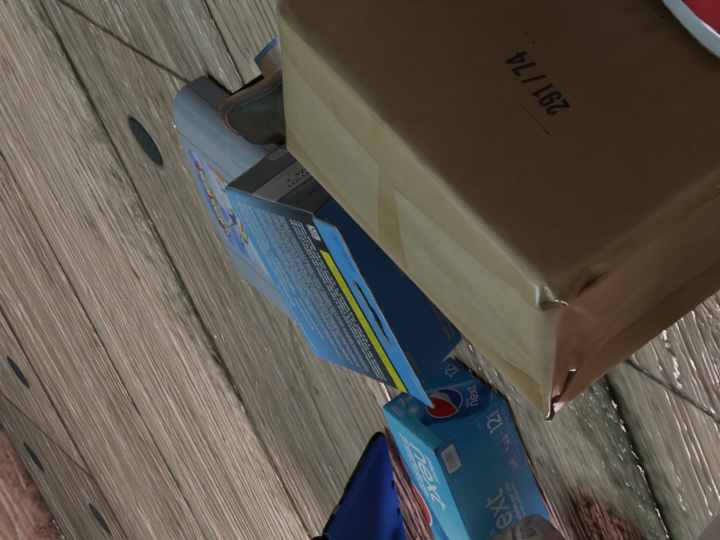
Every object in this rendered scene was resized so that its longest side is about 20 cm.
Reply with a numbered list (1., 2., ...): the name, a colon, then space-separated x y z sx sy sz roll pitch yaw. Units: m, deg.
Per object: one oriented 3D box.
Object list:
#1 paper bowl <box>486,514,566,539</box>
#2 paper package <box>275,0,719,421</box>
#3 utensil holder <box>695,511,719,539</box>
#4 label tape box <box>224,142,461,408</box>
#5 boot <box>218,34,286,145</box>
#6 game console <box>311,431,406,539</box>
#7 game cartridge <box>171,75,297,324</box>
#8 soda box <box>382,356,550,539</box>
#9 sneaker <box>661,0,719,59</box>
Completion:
1. paper bowl: 0.124 0.271 1.944 0.201 0.104 0.201 55 -170 -14
2. paper package: 0.089 -0.070 1.293 0.200 0.190 0.104 46 158 28
3. utensil holder: 0.254 0.217 1.451 0.170 0.170 0.200 34 153 52
4. label tape box: 0.000 0.000 1.946 0.145 0.063 0.200 61 163 -20
5. boot: -0.030 -0.089 1.831 0.097 0.075 0.200 56 163 5
6. game console: -0.049 0.233 2.316 0.200 0.170 0.119 79 -177 -55
7. game cartridge: -0.073 -0.043 2.133 0.133 0.041 0.200 34 155 42
8. soda box: 0.083 0.160 2.034 0.068 0.064 0.200 38 157 46
9. sneaker: 0.116 -0.173 1.224 0.200 0.071 0.113 39 164 23
